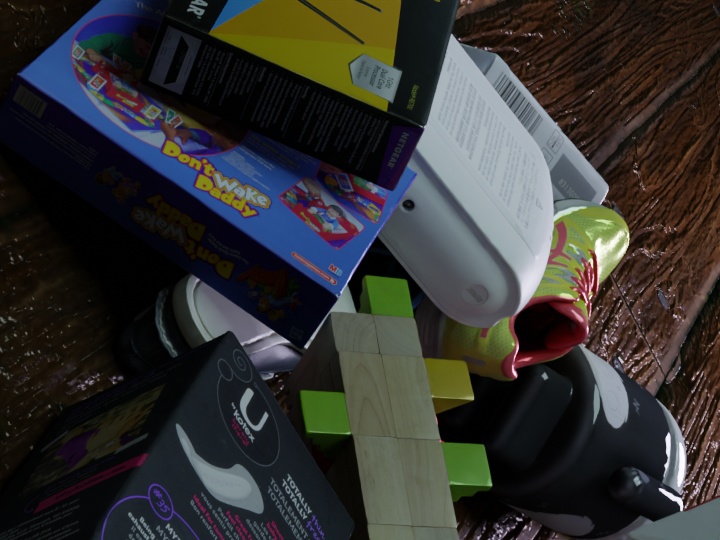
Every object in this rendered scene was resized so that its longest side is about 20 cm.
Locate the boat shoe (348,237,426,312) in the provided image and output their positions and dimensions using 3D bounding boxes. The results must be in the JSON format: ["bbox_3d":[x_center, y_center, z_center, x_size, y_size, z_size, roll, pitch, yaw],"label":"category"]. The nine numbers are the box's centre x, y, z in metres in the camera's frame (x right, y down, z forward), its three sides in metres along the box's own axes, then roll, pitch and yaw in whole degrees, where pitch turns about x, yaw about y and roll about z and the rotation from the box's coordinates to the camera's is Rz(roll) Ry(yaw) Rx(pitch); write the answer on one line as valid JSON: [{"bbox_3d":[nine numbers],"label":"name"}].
[{"bbox_3d":[0.000,0.000,1.252,0.069,0.084,0.200,47,8,-10],"label":"boat shoe"}]

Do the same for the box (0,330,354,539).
[{"bbox_3d":[-0.094,0.134,0.841,0.123,0.106,0.200,59,23,-13],"label":"box"}]

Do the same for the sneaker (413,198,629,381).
[{"bbox_3d":[0.127,0.021,1.275,0.200,0.090,0.079,-34,132,-35],"label":"sneaker"}]

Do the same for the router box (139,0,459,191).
[{"bbox_3d":[-0.025,-0.143,1.065,0.148,0.051,0.200,23,37,-6],"label":"router box"}]

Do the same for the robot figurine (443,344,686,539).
[{"bbox_3d":[0.146,0.122,1.348,0.200,0.124,0.151,32,39,-44],"label":"robot figurine"}]

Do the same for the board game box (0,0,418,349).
[{"bbox_3d":[-0.080,-0.063,1.029,0.199,0.045,0.135,35,38,-1],"label":"board game box"}]

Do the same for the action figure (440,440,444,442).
[{"bbox_3d":[0.013,0.131,1.126,0.200,0.065,0.099,-82,150,-54],"label":"action figure"}]

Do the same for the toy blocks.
[{"bbox_3d":[-0.006,0.124,1.019,0.099,0.137,0.201,5,53,-22],"label":"toy blocks"}]

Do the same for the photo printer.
[{"bbox_3d":[0.048,-0.071,1.194,0.200,0.069,0.167,49,29,-21],"label":"photo printer"}]

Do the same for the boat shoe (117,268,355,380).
[{"bbox_3d":[-0.064,0.032,1.076,0.200,0.062,0.075,-16,82,-65],"label":"boat shoe"}]

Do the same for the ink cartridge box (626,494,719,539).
[{"bbox_3d":[0.216,0.242,1.096,0.144,0.083,0.201,-9,103,-53],"label":"ink cartridge box"}]

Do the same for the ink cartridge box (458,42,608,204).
[{"bbox_3d":[0.069,-0.114,1.394,0.160,0.047,0.200,43,-9,-39],"label":"ink cartridge box"}]
